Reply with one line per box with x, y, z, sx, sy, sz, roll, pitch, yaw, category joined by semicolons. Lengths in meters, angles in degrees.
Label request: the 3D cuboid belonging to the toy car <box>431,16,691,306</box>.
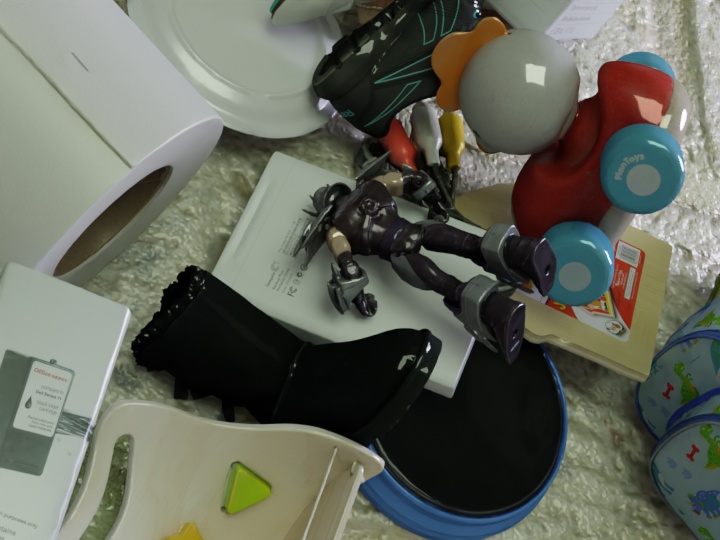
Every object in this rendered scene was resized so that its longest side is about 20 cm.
0.135;-0.110;1.053;0.198;0.178;0.185;29;31;-5;toy car

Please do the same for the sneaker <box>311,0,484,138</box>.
0.055;-0.189;1.070;0.079;0.199;0.076;46;11;-20;sneaker

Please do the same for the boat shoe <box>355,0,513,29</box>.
0.074;-0.211;1.180;0.198;0.075;0.073;6;101;-34;boat shoe

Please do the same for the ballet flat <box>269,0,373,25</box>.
0.012;-0.255;1.063;0.069;0.069;0.200;42;96;-1;ballet flat

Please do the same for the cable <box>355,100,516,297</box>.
0.061;-0.063;1.080;0.096;0.051;0.201;-7;49;-20;cable

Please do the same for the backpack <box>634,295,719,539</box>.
0.312;0.126;1.057;0.146;0.183;0.200;-36;80;-34;backpack

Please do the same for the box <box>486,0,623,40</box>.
0.145;-0.308;1.155;0.200;0.131;0.199;45;24;10;box

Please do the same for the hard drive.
0.000;0.000;1.018;0.197;0.027;0.133;21;63;9;hard drive

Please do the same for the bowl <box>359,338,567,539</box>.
0.071;0.104;1.039;0.198;0.039;0.203;10;63;-20;bowl

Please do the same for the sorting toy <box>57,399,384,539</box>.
-0.106;0.175;0.854;0.179;0.106;0.202;34;61;-24;sorting toy

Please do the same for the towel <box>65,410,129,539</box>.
-0.201;0.152;0.890;0.199;0.036;0.149;36;56;-6;towel

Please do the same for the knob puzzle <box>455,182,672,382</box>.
0.154;-0.002;1.120;0.216;0.031;0.221;14;42;-13;knob puzzle

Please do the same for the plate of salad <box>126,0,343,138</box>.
-0.099;-0.188;1.094;0.198;0.048;0.203;18;53;-25;plate of salad

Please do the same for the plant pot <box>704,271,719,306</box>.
0.400;0.038;1.150;0.183;0.201;0.201;29;57;3;plant pot

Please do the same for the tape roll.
-0.208;-0.081;0.900;0.139;0.203;0.203;46;56;2;tape roll

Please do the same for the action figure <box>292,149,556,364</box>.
0.038;-0.014;0.976;0.198;0.070;0.131;26;70;27;action figure

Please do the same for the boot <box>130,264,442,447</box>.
-0.057;0.054;0.915;0.162;0.198;0.074;37;53;-12;boot

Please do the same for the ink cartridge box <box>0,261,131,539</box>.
-0.214;0.118;0.791;0.082;0.147;0.202;23;56;-14;ink cartridge box
